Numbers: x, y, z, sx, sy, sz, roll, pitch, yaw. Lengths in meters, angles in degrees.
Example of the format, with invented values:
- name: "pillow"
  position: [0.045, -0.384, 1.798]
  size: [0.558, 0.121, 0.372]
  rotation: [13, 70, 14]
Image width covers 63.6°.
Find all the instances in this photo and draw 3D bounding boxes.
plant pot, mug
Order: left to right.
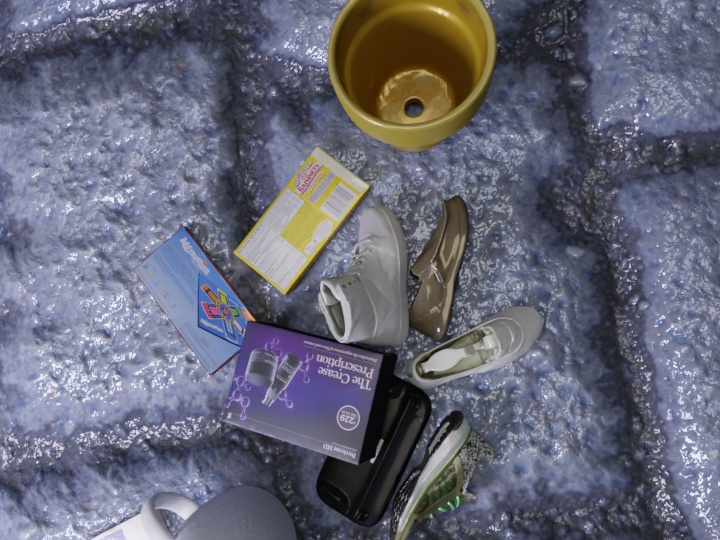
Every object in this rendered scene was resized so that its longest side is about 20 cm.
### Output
- name: "mug"
  position: [-0.192, 0.353, 0.735]
  size: [0.199, 0.175, 0.148]
  rotation: [35, 88, 10]
- name: "plant pot"
  position: [0.070, -0.247, 0.766]
  size: [0.199, 0.189, 0.202]
  rotation: [-1, 82, 7]

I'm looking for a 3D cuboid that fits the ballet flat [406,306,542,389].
- name: "ballet flat"
  position: [0.154, 0.105, 0.774]
  size: [0.199, 0.069, 0.070]
  rotation: [-24, 81, 4]

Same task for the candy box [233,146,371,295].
- name: "candy box"
  position: [-0.084, -0.073, 0.848]
  size: [0.102, 0.026, 0.200]
  rotation: [38, 89, 13]

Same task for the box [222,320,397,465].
- name: "box"
  position: [-0.067, 0.158, 0.776]
  size: [0.199, 0.079, 0.142]
  rotation: [11, 86, 19]

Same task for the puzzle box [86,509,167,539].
- name: "puzzle box"
  position: [-0.307, 0.452, 0.815]
  size: [0.132, 0.025, 0.201]
  rotation: [-27, 80, 4]

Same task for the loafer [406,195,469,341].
- name: "loafer"
  position: [0.102, -0.007, 0.790]
  size: [0.067, 0.076, 0.202]
  rotation: [10, 84, 3]

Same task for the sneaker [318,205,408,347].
- name: "sneaker"
  position: [0.000, 0.000, 0.773]
  size: [0.115, 0.074, 0.201]
  rotation: [6, 69, -36]

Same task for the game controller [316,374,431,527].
- name: "game controller"
  position: [0.017, 0.242, 0.796]
  size: [0.104, 0.042, 0.201]
  rotation: [25, 86, 24]

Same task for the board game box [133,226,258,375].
- name: "board game box"
  position: [-0.240, 0.043, 0.859]
  size: [0.103, 0.019, 0.200]
  rotation: [-40, 80, 3]

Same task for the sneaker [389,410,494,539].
- name: "sneaker"
  position: [0.108, 0.290, 0.759]
  size: [0.088, 0.077, 0.201]
  rotation: [32, 90, 2]
